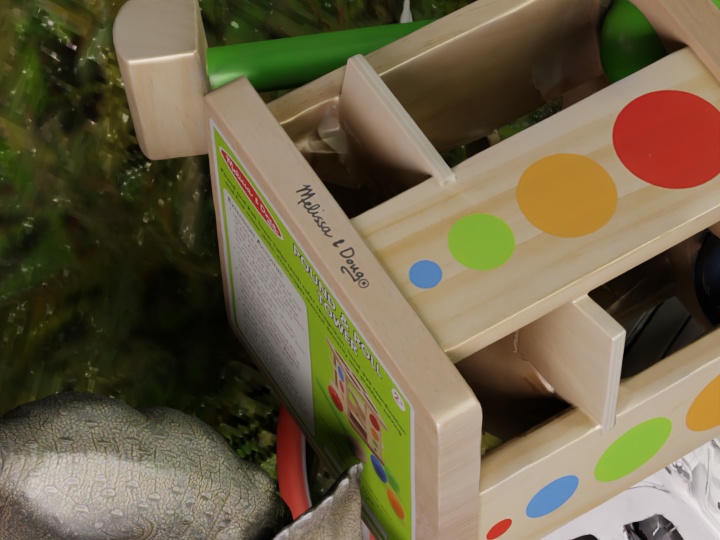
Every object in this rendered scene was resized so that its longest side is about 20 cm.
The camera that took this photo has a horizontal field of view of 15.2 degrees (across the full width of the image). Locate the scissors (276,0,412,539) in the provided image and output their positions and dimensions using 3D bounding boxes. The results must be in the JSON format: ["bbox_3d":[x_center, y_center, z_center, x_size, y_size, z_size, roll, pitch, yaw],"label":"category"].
[{"bbox_3d":[0.000,0.000,0.878,0.073,0.014,0.201,6,73,-34],"label":"scissors"}]

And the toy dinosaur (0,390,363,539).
[{"bbox_3d":[-0.070,0.061,0.746,0.199,0.102,0.077,27,60,-29],"label":"toy dinosaur"}]

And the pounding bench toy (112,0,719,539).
[{"bbox_3d":[0.036,-0.033,0.801,0.156,0.124,0.200,-28,61,-15],"label":"pounding bench toy"}]

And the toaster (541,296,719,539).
[{"bbox_3d":[0.143,0.086,0.898,0.129,0.113,0.200,-43,102,-35],"label":"toaster"}]
